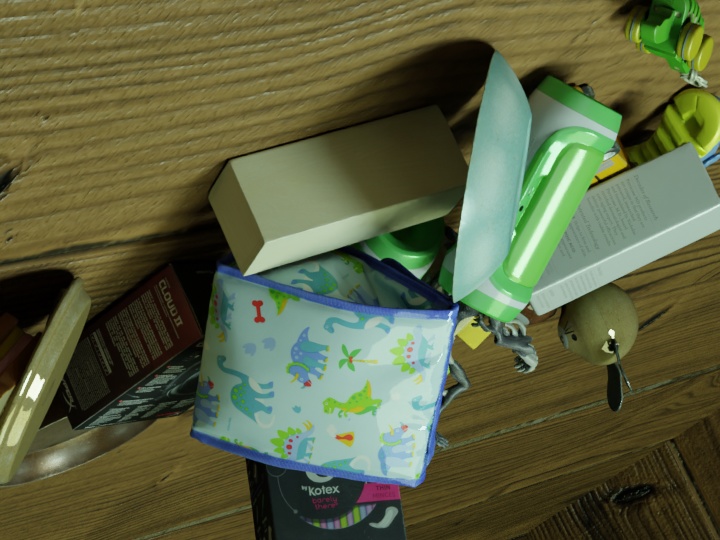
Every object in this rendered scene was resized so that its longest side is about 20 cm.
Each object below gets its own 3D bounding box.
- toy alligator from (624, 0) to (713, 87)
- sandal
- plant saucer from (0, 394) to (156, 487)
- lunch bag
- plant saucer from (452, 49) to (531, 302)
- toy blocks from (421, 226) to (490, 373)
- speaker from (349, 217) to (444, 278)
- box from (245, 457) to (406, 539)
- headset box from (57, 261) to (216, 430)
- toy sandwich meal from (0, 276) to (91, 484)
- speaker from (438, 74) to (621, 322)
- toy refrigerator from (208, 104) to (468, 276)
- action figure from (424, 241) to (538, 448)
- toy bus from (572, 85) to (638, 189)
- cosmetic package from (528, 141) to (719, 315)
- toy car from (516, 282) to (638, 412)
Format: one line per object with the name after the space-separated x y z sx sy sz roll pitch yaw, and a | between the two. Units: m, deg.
0.268 -0.199 1.657 0.055 0.059 0.200 -68 158 2 | toy alligator
0.303 -0.108 1.962 0.087 0.080 0.200 -13 162 -48 | sandal
-0.287 0.156 1.962 0.199 0.035 0.200 -24 164 -7 | plant saucer
-0.024 0.074 1.635 0.127 0.198 0.172 -46 150 -59 | lunch bag
0.108 -0.071 1.563 0.038 0.203 0.201 9 166 6 | plant saucer
0.045 0.033 1.933 0.200 0.100 0.137 -44 -155 12 | toy blocks
0.000 0.000 1.781 0.088 0.089 0.200 -15 161 -32 | speaker
-0.036 0.172 1.772 0.121 0.202 0.106 -5 161 -13 | box
-0.159 0.061 1.774 0.199 0.078 0.148 -37 162 32 | headset box
-0.283 0.087 1.589 0.205 0.070 0.207 -155 -90 -87 | toy sandwich meal
0.143 -0.061 1.688 0.201 0.088 0.088 -62 156 8 | speaker
-0.016 -0.064 1.596 0.198 0.076 0.070 -18 163 -28 | toy refrigerator
0.096 0.054 1.804 0.102 0.119 0.201 16 112 -49 | action figure
0.204 -0.108 1.820 0.078 0.066 0.200 -27 165 13 | toy bus
0.234 -0.038 1.844 0.199 0.075 0.102 -27 166 4 | cosmetic package
0.236 0.056 2.146 0.157 0.201 0.164 -23 164 -7 | toy car
